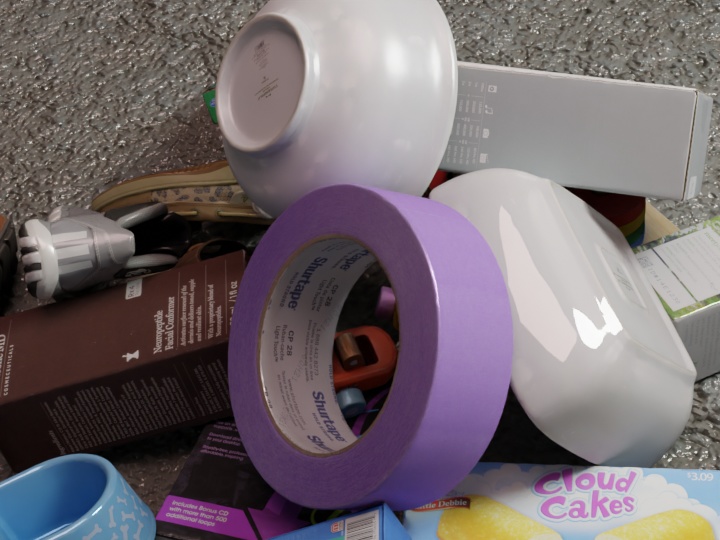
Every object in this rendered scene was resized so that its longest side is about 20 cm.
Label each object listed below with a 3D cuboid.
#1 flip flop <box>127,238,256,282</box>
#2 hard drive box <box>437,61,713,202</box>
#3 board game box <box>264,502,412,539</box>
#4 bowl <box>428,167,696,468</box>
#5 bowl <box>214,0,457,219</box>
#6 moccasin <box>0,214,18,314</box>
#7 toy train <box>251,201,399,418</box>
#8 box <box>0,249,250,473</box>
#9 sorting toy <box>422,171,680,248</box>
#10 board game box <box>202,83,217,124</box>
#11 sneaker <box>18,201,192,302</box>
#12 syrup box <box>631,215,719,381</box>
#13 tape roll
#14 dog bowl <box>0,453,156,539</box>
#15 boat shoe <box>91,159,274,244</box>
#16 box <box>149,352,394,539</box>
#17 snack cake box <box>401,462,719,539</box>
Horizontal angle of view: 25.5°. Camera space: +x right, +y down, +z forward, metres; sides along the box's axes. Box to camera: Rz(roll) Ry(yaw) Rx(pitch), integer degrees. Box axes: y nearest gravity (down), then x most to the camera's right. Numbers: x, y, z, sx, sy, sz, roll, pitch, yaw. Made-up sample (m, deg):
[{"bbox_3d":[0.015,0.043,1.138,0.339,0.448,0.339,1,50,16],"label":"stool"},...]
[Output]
[{"bbox_3d":[-0.103,0.004,1.223,0.200,0.058,0.081,-15,43,-9],"label":"flip flop"},{"bbox_3d":[0.143,-0.101,1.135,0.200,0.077,0.156,8,6,16],"label":"hard drive box"},{"bbox_3d":[-0.066,0.233,0.933,0.200,0.045,0.152,-19,40,18],"label":"board game box"},{"bbox_3d":[0.143,0.024,1.045,0.075,0.200,0.200,-35,58,20],"label":"bowl"},{"bbox_3d":[-0.035,-0.118,1.085,0.090,0.201,0.201,10,26,-44],"label":"bowl"},{"bbox_3d":[-0.326,0.032,1.216,0.078,0.074,0.201,17,57,12],"label":"moccasin"},{"bbox_3d":[0.000,0.000,1.133,0.150,0.056,0.200,-10,60,-17],"label":"toy train"},{"bbox_3d":[-0.163,0.063,1.128,0.200,0.075,0.100,-17,38,7],"label":"box"},{"bbox_3d":[0.121,-0.051,1.247,0.199,0.070,0.200,-25,45,-19],"label":"sorting toy"},{"bbox_3d":[-0.048,-0.175,1.341,0.134,0.029,0.200,-17,13,12],"label":"board game box"},{"bbox_3d":[-0.180,-0.016,1.193,0.115,0.075,0.200,-10,6,0],"label":"sneaker"},{"bbox_3d":[0.290,0.006,1.156,0.200,0.081,0.079,-19,46,-14],"label":"syrup box"},{"bbox_3d":[0.001,0.049,0.994,0.066,0.200,0.200,9,29,-40],"label":"tape roll"},{"bbox_3d":[-0.232,0.184,1.021,0.200,0.050,0.111,-26,29,-11],"label":"dog bowl"},{"bbox_3d":[-0.125,-0.050,1.250,0.200,0.063,0.073,-9,1,30],"label":"boat shoe"},{"bbox_3d":[-0.040,0.128,1.098,0.143,0.036,0.200,9,43,16],"label":"box"},{"bbox_3d":[0.125,0.184,0.994,0.200,0.067,0.115,1,45,8],"label":"snack cake box"}]
